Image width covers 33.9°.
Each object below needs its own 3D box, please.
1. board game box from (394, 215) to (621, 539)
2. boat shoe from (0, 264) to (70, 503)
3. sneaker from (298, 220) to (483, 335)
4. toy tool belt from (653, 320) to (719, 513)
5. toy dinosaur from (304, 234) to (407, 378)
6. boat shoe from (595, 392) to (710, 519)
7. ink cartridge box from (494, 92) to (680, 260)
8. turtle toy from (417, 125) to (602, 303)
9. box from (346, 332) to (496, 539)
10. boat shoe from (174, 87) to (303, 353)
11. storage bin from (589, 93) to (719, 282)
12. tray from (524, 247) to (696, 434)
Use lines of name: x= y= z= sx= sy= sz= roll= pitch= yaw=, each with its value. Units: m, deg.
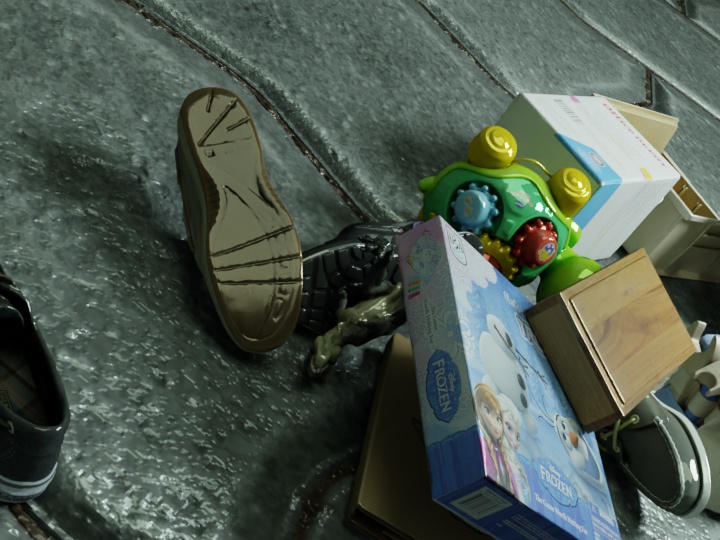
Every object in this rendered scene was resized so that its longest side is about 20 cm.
board game box: x=0.104 y=0.093 z=0.810 sx=0.200 sy=0.043 sz=0.201 roll=38 pitch=33 yaw=-43
boat shoe: x=-0.208 y=0.033 z=0.661 sx=0.068 sy=0.057 sz=0.201 roll=3 pitch=45 yaw=-44
sneaker: x=0.000 y=0.000 z=0.936 sx=0.199 sy=0.077 sz=0.087 roll=-8 pitch=23 yaw=-42
toy tool belt: x=0.322 y=0.110 z=1.049 sx=0.124 sy=0.123 sz=0.201 roll=2 pitch=45 yaw=-45
toy dinosaur: x=0.030 y=0.014 z=0.875 sx=0.199 sy=0.089 sz=0.047 roll=-21 pitch=46 yaw=-39
boat shoe: x=0.219 y=0.122 z=0.979 sx=0.060 sy=0.072 sz=0.202 roll=15 pitch=31 yaw=-30
ink cartridge box: x=0.218 y=-0.092 z=1.211 sx=0.199 sy=0.126 sz=0.129 roll=-7 pitch=52 yaw=-50
turtle toy: x=0.135 y=-0.024 z=1.032 sx=0.199 sy=0.146 sz=0.102 roll=28 pitch=53 yaw=-6
box: x=0.075 y=0.146 z=0.840 sx=0.163 sy=0.021 sz=0.201 roll=33 pitch=30 yaw=-10
boat shoe: x=-0.093 y=-0.031 z=0.854 sx=0.071 sy=0.065 sz=0.202 roll=-9 pitch=71 yaw=-25
storage bin: x=0.358 y=-0.093 z=1.391 sx=0.197 sy=0.094 sz=0.201 roll=5 pitch=43 yaw=-42
tray: x=0.202 y=0.048 z=0.924 sx=0.199 sy=0.037 sz=0.099 roll=-20 pitch=81 yaw=-57
